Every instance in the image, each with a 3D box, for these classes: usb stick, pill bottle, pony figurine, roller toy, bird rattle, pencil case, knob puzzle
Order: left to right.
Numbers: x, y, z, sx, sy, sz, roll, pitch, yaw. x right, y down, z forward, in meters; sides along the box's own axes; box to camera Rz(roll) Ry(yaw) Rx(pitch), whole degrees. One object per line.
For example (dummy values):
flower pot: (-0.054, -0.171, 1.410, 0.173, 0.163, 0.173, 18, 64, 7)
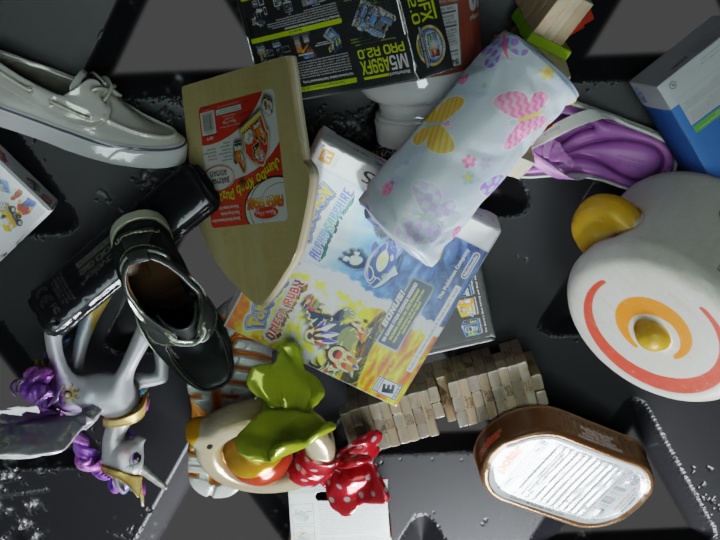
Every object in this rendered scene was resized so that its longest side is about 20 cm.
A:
pony figurine: (-0.269, 0.119, 1.146, 0.192, 0.167, 0.201, 7, 95, -8)
usb stick: (-0.210, -0.018, 1.073, 0.200, 0.033, 0.056, -39, 68, 7)
knob puzzle: (-0.088, -0.072, 1.041, 0.030, 0.219, 0.221, -8, 117, -37)
bird rattle: (-0.069, 0.158, 1.115, 0.162, 0.113, 0.200, -13, 146, 17)
pill bottle: (0.047, -0.211, 1.031, 0.111, 0.112, 0.201, -6, 112, 1)
pencil case: (0.089, -0.098, 0.990, 0.091, 0.083, 0.200, 33, 100, -39)
roller toy: (0.283, 0.017, 1.073, 0.182, 0.140, 0.201, 17, 140, 32)

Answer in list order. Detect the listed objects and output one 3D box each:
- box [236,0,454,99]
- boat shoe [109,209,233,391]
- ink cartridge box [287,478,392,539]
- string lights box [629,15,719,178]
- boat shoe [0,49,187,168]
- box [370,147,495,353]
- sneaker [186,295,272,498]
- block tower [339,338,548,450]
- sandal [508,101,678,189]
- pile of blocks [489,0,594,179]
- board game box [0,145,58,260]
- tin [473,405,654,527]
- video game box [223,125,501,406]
box: (-0.025, -0.225, 0.980, 0.044, 0.199, 0.161, -25, 106, -38)
boat shoe: (-0.163, 0.042, 1.059, 0.071, 0.068, 0.201, -26, 130, -5)
ink cartridge box: (-0.020, 0.296, 1.264, 0.108, 0.050, 0.201, -2, 111, 0)
string lights box: (0.341, -0.117, 1.091, 0.103, 0.059, 0.200, -37, 109, -4)
boat shoe: (-0.247, -0.148, 1.074, 0.199, 0.072, 0.066, 19, 115, 0)
box: (0.031, -0.014, 1.136, 0.159, 0.044, 0.201, -12, 111, 3)
sneaker: (-0.134, 0.117, 1.179, 0.078, 0.077, 0.201, 11, 105, -7)
block tower: (0.080, 0.125, 1.196, 0.199, 0.058, 0.054, -16, 111, 3)
sandal: (0.197, -0.115, 1.105, 0.201, 0.050, 0.083, 6, 111, -4)
pile of blocks: (0.150, -0.168, 1.071, 0.062, 0.082, 0.201, 19, 100, -27)
board game box: (-0.396, -0.089, 1.109, 0.126, 0.035, 0.200, -40, 107, 13)
tin: (0.206, 0.199, 1.210, 0.199, 0.042, 0.112, 22, 118, -24)
video game box: (0.000, 0.000, 1.086, 0.181, 0.047, 0.201, 26, 109, -8)
